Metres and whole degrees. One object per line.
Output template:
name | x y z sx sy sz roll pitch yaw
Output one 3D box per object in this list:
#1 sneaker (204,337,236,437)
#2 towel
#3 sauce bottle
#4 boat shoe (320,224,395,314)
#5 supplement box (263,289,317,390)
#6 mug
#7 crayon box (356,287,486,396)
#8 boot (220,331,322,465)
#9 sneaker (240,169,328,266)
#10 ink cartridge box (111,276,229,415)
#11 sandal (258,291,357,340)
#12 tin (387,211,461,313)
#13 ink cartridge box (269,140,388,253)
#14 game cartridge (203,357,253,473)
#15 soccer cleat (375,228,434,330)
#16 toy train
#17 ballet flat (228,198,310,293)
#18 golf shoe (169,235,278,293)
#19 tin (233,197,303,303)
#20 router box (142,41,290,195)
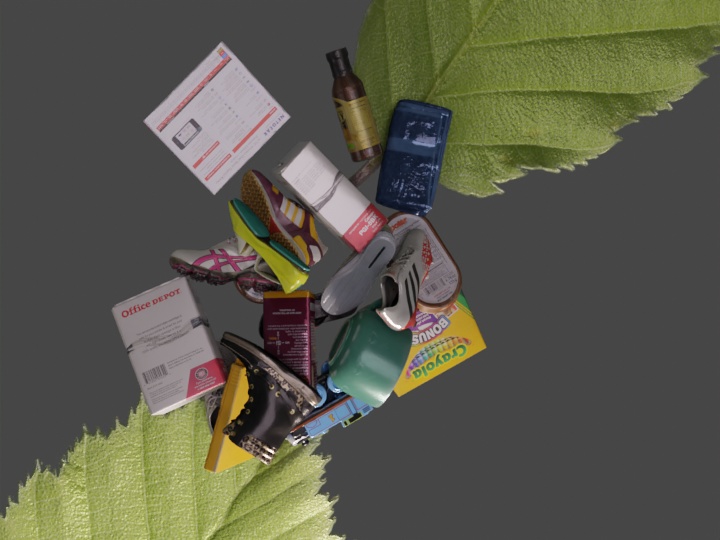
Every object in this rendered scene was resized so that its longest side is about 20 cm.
sneaker | -0.252 0.225 1.689 0.073 0.082 0.204 -9 100 -10
towel | 0.097 -0.209 1.688 0.109 0.049 0.204 12 84 2
sauce bottle | -0.015 -0.301 1.671 0.064 0.065 0.204 -18 100 -8
boat shoe | 0.000 0.000 1.677 0.072 0.062 0.200 36 116 -15
supplement box | -0.124 0.139 1.627 0.084 0.110 0.205 -1 86 2
mug | 0.011 0.141 1.651 0.113 0.186 0.153 26 121 -9
crayon box | 0.118 0.113 1.759 0.198 0.058 0.175 -28 102 -6
boot | -0.181 0.212 1.535 0.199 0.073 0.152 36 87 -3
sneaker | -0.136 -0.096 1.643 0.090 0.075 0.202 -29 89 -42
ink cartridge box | -0.332 0.133 1.626 0.143 0.084 0.203 -23 83 -2
sandal | -0.097 0.079 1.718 0.196 0.045 0.077 -18 101 -8
tin | 0.110 -0.018 1.704 0.111 0.042 0.202 -30 79 -14
ink cartridge box | -0.058 -0.134 1.643 0.200 0.147 0.083 44 87 -14
game cartridge | -0.210 0.251 1.661 0.032 0.176 0.204 15 93 17
soccer cleat | 0.074 0.007 1.610 0.085 0.068 0.203 35 58 -37
toy train | -0.077 0.252 1.729 0.198 0.087 0.116 -29 109 -6
ballet flat | -0.172 -0.038 1.584 0.200 0.067 0.067 43 103 15
golf shoe | -0.239 -0.019 1.634 0.196 0.073 0.094 9 76 -14
tin | -0.162 -0.035 1.694 0.110 0.042 0.203 23 93 -18
router box | -0.254 -0.269 1.634 0.200 0.049 0.180 -44 104 -2
